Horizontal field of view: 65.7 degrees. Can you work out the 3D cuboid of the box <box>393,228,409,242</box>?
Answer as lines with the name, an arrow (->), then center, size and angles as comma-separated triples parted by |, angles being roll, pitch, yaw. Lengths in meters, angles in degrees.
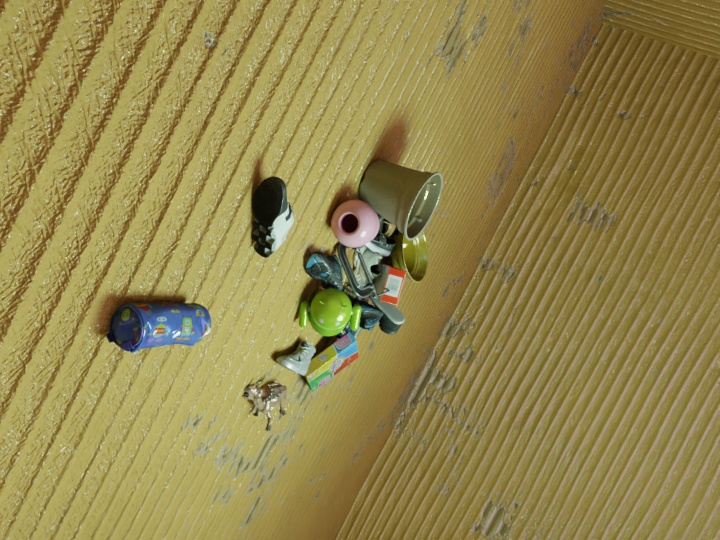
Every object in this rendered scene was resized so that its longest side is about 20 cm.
box -> 0.172, -0.191, 1.908 | 0.064, 0.069, 0.202 | -43, 152, -47

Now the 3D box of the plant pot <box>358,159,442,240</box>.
plant pot -> 0.103, -0.216, 1.560 | 0.201, 0.182, 0.202 | -48, 156, -30

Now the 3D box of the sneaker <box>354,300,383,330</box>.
sneaker -> 0.021, 0.150, 1.778 | 0.083, 0.073, 0.200 | -61, 159, -2

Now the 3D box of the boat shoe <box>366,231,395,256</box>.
boat shoe -> 0.051, -0.093, 1.727 | 0.057, 0.069, 0.200 | -50, 156, 10

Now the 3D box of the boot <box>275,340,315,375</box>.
boot -> -0.186, 0.247, 1.635 | 0.097, 0.073, 0.200 | -64, 168, -10

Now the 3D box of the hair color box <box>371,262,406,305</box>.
hair color box -> 0.077, 0.037, 1.809 | 0.200, 0.063, 0.112 | -154, -101, -72

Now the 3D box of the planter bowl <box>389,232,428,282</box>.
planter bowl -> 0.151, -0.058, 1.861 | 0.200, 0.083, 0.204 | 15, 72, -57

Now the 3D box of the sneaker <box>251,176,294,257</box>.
sneaker -> -0.178, -0.126, 1.179 | 0.088, 0.074, 0.201 | -42, 161, -42

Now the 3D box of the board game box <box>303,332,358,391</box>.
board game box -> -0.098, 0.302, 1.834 | 0.199, 0.040, 0.154 | -35, 155, -15

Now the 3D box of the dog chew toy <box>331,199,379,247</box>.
dog chew toy -> -0.003, -0.126, 1.524 | 0.126, 0.123, 0.200 | -65, 167, 9

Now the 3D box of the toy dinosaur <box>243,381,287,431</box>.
toy dinosaur -> -0.251, 0.360, 1.596 | 0.200, 0.085, 0.137 | -23, 131, -67

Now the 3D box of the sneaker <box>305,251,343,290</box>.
sneaker -> -0.098, -0.012, 1.531 | 0.200, 0.072, 0.083 | 60, 34, -64

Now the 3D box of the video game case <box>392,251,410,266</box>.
video game case -> 0.144, -0.016, 2.025 | 0.181, 0.025, 0.200 | -49, 172, -16

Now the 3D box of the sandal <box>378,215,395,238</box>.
sandal -> 0.089, -0.134, 1.806 | 0.082, 0.054, 0.201 | -55, 158, -18

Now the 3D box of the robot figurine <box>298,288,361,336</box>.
robot figurine -> -0.087, 0.119, 1.586 | 0.200, 0.173, 0.117 | 116, -21, -70

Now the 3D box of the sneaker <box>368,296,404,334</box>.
sneaker -> 0.072, 0.140, 1.930 | 0.070, 0.200, 0.100 | -17, 142, -32

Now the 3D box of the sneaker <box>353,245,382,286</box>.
sneaker -> 0.022, 0.013, 1.781 | 0.076, 0.091, 0.201 | -45, 153, -35

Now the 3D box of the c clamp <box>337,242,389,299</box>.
c clamp -> 0.000, 0.000, 1.637 | 0.027, 0.202, 0.170 | -23, -177, 34

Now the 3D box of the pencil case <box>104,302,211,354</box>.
pencil case -> -0.360, 0.102, 1.016 | 0.200, 0.077, 0.088 | 6, 82, -67

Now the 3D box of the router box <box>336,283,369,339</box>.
router box -> -0.040, 0.149, 1.844 | 0.151, 0.062, 0.200 | -59, 159, -11
